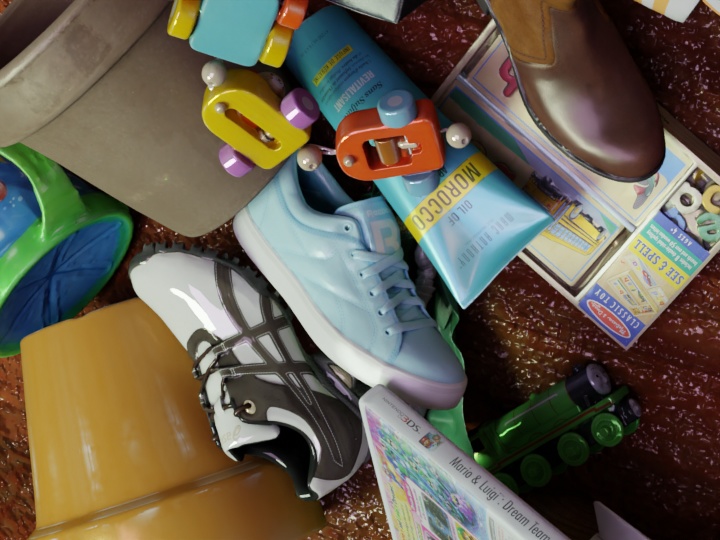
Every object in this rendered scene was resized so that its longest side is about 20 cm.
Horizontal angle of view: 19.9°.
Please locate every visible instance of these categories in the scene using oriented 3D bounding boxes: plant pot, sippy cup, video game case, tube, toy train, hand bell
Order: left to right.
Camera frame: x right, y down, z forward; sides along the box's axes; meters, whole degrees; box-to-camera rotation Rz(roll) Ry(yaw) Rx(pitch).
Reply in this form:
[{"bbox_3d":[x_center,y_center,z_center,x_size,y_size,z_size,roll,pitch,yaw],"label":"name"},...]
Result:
[{"bbox_3d":[-0.246,-0.033,1.401,0.130,0.139,0.178,44,111,14],"label":"sippy cup"},{"bbox_3d":[-0.144,0.115,1.388,0.199,0.200,0.184,-19,86,29],"label":"plant pot"},{"bbox_3d":[-0.129,-0.118,1.288,0.200,0.201,0.175,-34,112,31],"label":"plant pot"},{"bbox_3d":[-0.026,-0.123,1.192,0.149,0.056,0.200,-12,133,15],"label":"toy train"},{"bbox_3d":[0.029,-0.076,1.269,0.077,0.050,0.200,-45,72,17],"label":"tube"},{"bbox_3d":[0.078,0.181,1.254,0.182,0.024,0.201,38,156,35],"label":"video game case"},{"bbox_3d":[0.099,0.122,1.359,0.200,0.042,0.057,-35,84,31],"label":"toy train"},{"bbox_3d":[0.195,0.188,1.329,0.199,0.104,0.105,25,120,27],"label":"hand bell"}]

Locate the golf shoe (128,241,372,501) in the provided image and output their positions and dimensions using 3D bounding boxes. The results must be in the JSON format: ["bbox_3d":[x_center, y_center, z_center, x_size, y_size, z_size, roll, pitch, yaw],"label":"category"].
[{"bbox_3d":[-0.076,0.063,1.302,0.200,0.095,0.078,37,144,0],"label":"golf shoe"}]

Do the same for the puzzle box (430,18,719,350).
[{"bbox_3d":[0.132,-0.061,1.275,0.200,0.025,0.133,41,122,4],"label":"puzzle box"}]

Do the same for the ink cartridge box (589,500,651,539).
[{"bbox_3d":[0.171,0.248,1.292,0.117,0.067,0.201,36,153,35],"label":"ink cartridge box"}]

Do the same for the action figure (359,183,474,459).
[{"bbox_3d":[0.022,0.024,1.342,0.118,0.055,0.201,11,110,34],"label":"action figure"}]

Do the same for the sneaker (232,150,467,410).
[{"bbox_3d":[0.000,0.000,1.276,0.200,0.074,0.082,44,123,21],"label":"sneaker"}]

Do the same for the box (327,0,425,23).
[{"bbox_3d":[0.017,-0.263,1.186,0.106,0.122,0.201,21,118,14],"label":"box"}]

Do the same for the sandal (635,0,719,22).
[{"bbox_3d":[0.150,-0.200,1.183,0.206,0.079,0.059,41,129,4],"label":"sandal"}]

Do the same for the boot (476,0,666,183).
[{"bbox_3d":[0.124,-0.147,1.134,0.068,0.200,0.189,-25,83,-7],"label":"boot"}]
